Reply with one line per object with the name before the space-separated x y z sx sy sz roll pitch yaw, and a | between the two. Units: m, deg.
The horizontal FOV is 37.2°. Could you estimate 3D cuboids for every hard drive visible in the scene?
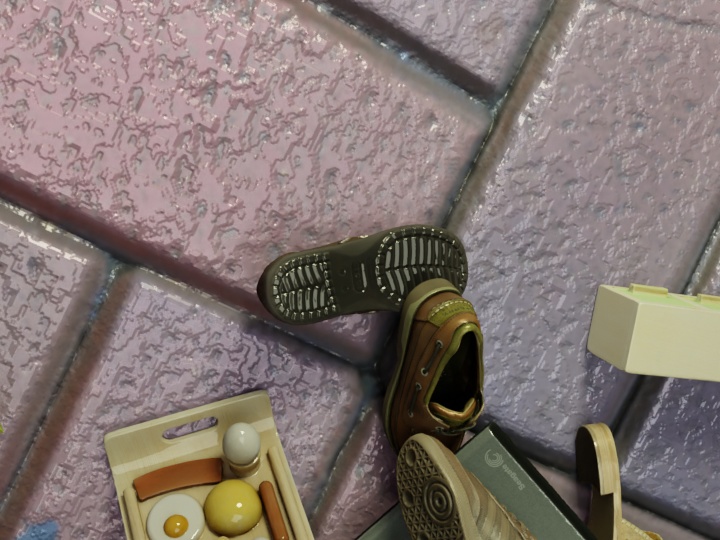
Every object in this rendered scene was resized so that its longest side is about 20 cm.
hard drive | 0.085 0.243 0.900 0.200 0.033 0.140 -44 84 16

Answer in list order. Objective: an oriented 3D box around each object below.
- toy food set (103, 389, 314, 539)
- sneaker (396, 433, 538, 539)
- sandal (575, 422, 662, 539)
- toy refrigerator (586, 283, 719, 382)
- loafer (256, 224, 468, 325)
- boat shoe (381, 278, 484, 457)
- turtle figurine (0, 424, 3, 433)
toy food set | -0.112 0.194 0.832 0.142 0.201 0.061 -14 139 -12
sneaker | 0.098 0.218 0.847 0.075 0.201 0.071 -7 149 -42
sandal | 0.248 0.244 0.992 0.069 0.078 0.214 -7 98 -10
toy refrigerator | 0.316 0.058 0.973 0.198 0.076 0.071 7 100 -16
loafer | 0.000 0.000 0.880 0.198 0.071 0.074 -4 94 -31
boat shoe | 0.064 0.107 0.884 0.071 0.068 0.202 -19 129 -21
turtle figurine | -0.358 0.133 0.807 0.160 0.064 0.201 -28 99 -16
